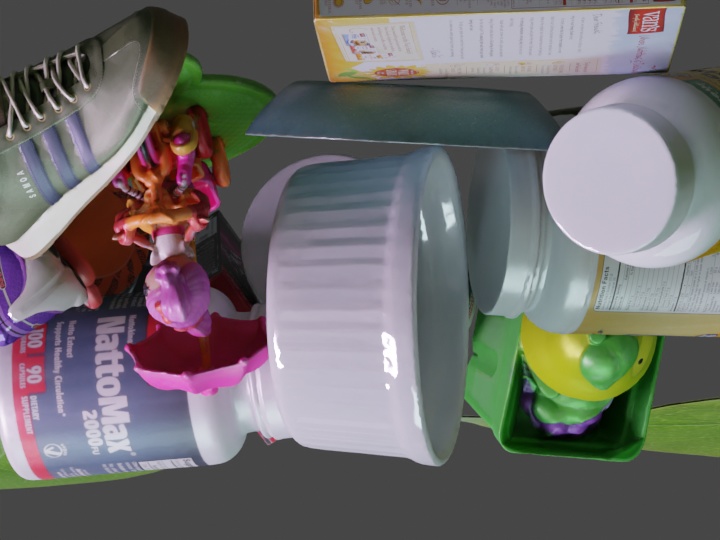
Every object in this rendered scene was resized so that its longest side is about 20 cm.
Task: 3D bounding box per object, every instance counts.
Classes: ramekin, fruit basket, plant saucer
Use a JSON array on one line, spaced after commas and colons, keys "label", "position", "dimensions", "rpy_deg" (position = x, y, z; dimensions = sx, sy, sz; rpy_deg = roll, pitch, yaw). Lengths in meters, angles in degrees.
[{"label": "ramekin", "position": [0.006, 0.022, 1.587], "dimensions": [0.097, 0.201, 0.200], "rpy_deg": [-1, 168, 11]}, {"label": "fruit basket", "position": [0.168, 0.039, 1.808], "dimensions": [0.155, 0.216, 0.215], "rpy_deg": [7, 166, -32]}, {"label": "plant saucer", "position": [0.030, -0.094, 1.522], "dimensions": [0.199, 0.036, 0.200], "rpy_deg": [3, -177, 0]}]

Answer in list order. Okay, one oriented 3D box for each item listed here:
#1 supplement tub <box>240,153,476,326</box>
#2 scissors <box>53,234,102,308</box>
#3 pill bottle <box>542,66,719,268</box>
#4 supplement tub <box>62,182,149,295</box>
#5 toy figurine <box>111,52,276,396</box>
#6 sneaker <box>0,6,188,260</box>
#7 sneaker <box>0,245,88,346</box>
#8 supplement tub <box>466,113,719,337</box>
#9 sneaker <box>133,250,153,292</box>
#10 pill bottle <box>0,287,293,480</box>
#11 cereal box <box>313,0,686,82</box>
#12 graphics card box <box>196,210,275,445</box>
[{"label": "supplement tub", "position": [0.000, 0.000, 1.795], "dimensions": [0.140, 0.141, 0.200], "rpy_deg": [-4, 168, 13]}, {"label": "scissors", "position": [-0.230, -0.044, 1.639], "dimensions": [0.014, 0.200, 0.073], "rpy_deg": [-40, 149, -11]}, {"label": "pill bottle", "position": [0.186, -0.061, 1.480], "dimensions": [0.112, 0.113, 0.200], "rpy_deg": [-8, -178, 30]}, {"label": "supplement tub", "position": [-0.233, -0.007, 1.791], "dimensions": [0.122, 0.123, 0.200], "rpy_deg": [6, 167, -27]}, {"label": "toy figurine", "position": [-0.110, -0.017, 1.554], "dimensions": [0.150, 0.185, 0.200], "rpy_deg": [-13, 161, 3]}, {"label": "sneaker", "position": [-0.186, -0.084, 1.449], "dimensions": [0.090, 0.067, 0.200], "rpy_deg": [19, 132, -30]}, {"label": "sneaker", "position": [-0.246, 0.002, 1.605], "dimensions": [0.083, 0.081, 0.200], "rpy_deg": [-40, -160, -12]}, {"label": "supplement tub", "position": [0.180, -0.029, 1.659], "dimensions": [0.199, 0.145, 0.145], "rpy_deg": [2, 168, -10]}, {"label": "sneaker", "position": [-0.176, 0.021, 2.047], "dimensions": [0.199, 0.077, 0.114], "rpy_deg": [9, 166, -28]}, {"label": "pill bottle", "position": [-0.133, 0.072, 1.666], "dimensions": [0.199, 0.120, 0.120], "rpy_deg": [-6, 167, 8]}, {"label": "cereal box", "position": [0.076, -0.140, 1.388], "dimensions": [0.199, 0.040, 0.144], "rpy_deg": [-2, 170, 2]}, {"label": "graphics card box", "position": [-0.086, 0.038, 1.830], "dimensions": [0.051, 0.126, 0.200], "rpy_deg": [-34, -167, 4]}]
